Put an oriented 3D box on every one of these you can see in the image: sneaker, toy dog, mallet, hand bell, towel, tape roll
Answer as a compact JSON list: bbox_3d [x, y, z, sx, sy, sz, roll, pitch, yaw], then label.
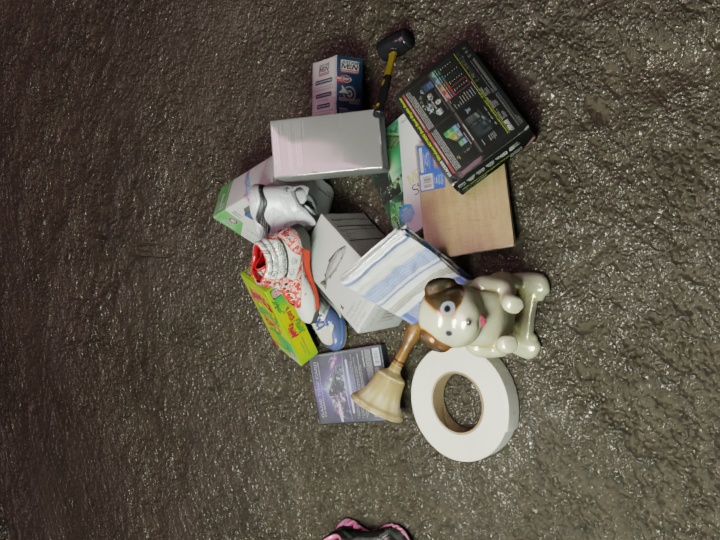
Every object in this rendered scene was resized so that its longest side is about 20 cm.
[{"bbox_3d":[-0.140,0.022,1.307,0.067,0.108,0.202,30,134,46],"label":"sneaker"},{"bbox_3d":[0.173,0.059,1.115,0.194,0.200,0.140,26,109,38],"label":"toy dog"},{"bbox_3d":[0.055,-0.342,1.244,0.066,0.041,0.201,-25,42,34],"label":"mallet"},{"bbox_3d":[-0.132,-0.079,1.351,0.114,0.075,0.201,-6,132,7],"label":"sneaker"},{"bbox_3d":[-0.099,0.073,1.437,0.075,0.088,0.201,-42,67,34],"label":"sneaker"},{"bbox_3d":[0.006,0.524,1.367,0.199,0.095,0.079,-12,83,40],"label":"sneaker"},{"bbox_3d":[0.070,0.158,1.295,0.104,0.104,0.201,28,94,37],"label":"hand bell"},{"bbox_3d":[0.078,0.015,1.188,0.147,0.200,0.024,-39,43,21],"label":"towel"},{"bbox_3d":[0.175,0.223,1.234,0.202,0.037,0.204,3,94,42],"label":"tape roll"}]

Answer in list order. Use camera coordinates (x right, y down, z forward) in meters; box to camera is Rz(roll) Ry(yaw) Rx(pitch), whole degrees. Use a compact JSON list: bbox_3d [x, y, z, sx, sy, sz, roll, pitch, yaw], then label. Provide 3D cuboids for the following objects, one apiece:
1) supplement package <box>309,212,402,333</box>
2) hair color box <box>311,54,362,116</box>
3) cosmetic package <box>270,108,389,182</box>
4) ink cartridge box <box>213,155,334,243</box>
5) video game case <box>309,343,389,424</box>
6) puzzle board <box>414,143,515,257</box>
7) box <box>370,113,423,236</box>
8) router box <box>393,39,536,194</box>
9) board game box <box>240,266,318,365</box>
[{"bbox_3d":[0.000,0.000,1.322,0.200,0.117,0.117,48,124,30],"label":"supplement package"},{"bbox_3d":[-0.045,-0.295,1.368,0.100,0.060,0.201,9,100,58],"label":"hair color box"},{"bbox_3d":[-0.053,-0.218,1.276,0.199,0.090,0.107,-2,91,8],"label":"cosmetic package"},{"bbox_3d":[-0.173,-0.134,1.441,0.200,0.145,0.088,-23,45,39],"label":"ink cartridge box"},{"bbox_3d":[-0.018,0.227,1.420,0.199,0.019,0.144,-14,83,42],"label":"video game case"},{"bbox_3d":[0.171,-0.126,1.194,0.150,0.017,0.201,-9,80,25],"label":"puzzle board"},{"bbox_3d":[0.090,-0.168,1.286,0.144,0.036,0.201,-35,69,37],"label":"box"},{"bbox_3d":[0.166,-0.246,1.166,0.150,0.062,0.200,-36,67,16],"label":"router box"},{"bbox_3d":[-0.160,0.087,1.436,0.101,0.048,0.201,31,150,47],"label":"board game box"}]
